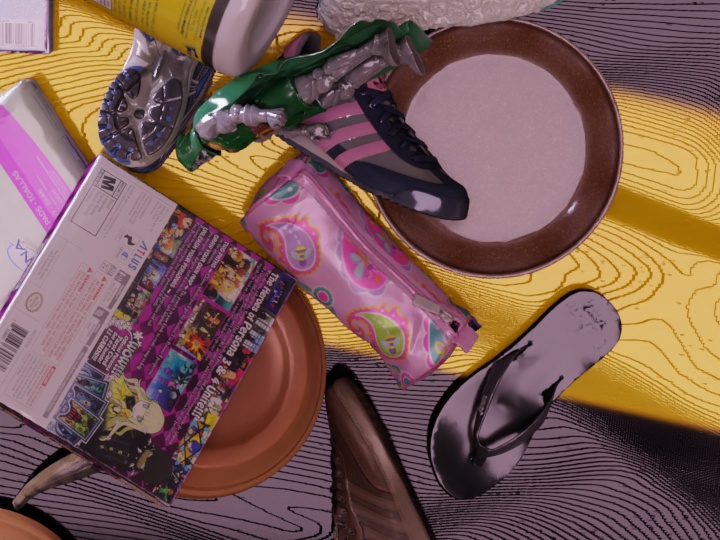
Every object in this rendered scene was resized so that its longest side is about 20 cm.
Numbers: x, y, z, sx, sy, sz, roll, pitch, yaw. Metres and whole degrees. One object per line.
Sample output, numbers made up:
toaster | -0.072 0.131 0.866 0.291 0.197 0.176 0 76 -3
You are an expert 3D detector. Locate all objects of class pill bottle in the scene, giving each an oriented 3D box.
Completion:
pill bottle | -0.149 -0.232 1.608 0.199 0.112 0.113 29 96 9

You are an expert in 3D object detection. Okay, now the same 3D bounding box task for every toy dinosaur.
toy dinosaur | -0.194 0.122 1.740 0.199 0.047 0.088 -19 105 4

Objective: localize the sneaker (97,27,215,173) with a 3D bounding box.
sneaker | -0.142 -0.163 1.690 0.077 0.085 0.201 24 75 9

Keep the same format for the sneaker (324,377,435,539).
sneaker | 0.004 0.185 1.743 0.075 0.070 0.201 -25 98 2

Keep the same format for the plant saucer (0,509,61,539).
plant saucer | -0.305 0.287 1.752 0.199 0.037 0.201 0 100 -2

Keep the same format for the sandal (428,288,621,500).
sandal | 0.124 0.095 1.748 0.076 0.043 0.200 38 95 -7

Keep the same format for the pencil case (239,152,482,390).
pencil case | 0.000 0.000 1.707 0.087 0.087 0.200 -44 95 4

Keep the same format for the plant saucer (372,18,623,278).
plant saucer | 0.102 -0.094 1.714 0.199 0.037 0.201 0 90 1

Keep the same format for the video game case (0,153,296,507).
video game case | -0.171 0.045 1.651 0.181 0.036 0.200 32 75 -12

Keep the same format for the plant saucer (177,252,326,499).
plant saucer | -0.118 0.074 1.704 0.199 0.037 0.201 2 83 -17

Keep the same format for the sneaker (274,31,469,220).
sneaker | 0.008 -0.109 1.658 0.200 0.070 0.082 32 105 23

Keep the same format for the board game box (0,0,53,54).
board game box | -0.331 -0.267 1.679 0.199 0.041 0.200 2 98 -3

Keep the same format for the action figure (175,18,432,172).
action figure | -0.052 -0.122 1.612 0.199 0.118 0.055 -24 73 25

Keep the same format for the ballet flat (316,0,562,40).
ballet flat | 0.064 -0.219 1.681 0.199 0.072 0.072 -11 98 -1

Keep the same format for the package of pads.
package of pads | -0.293 -0.030 1.702 0.200 0.068 0.155 -32 97 3
